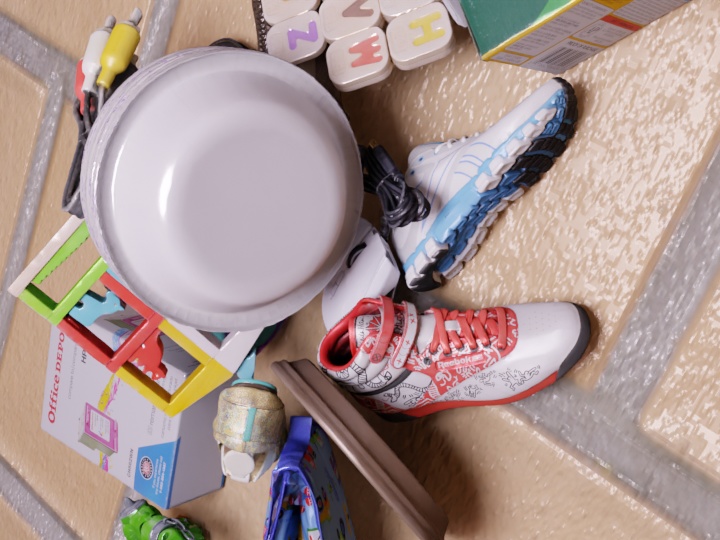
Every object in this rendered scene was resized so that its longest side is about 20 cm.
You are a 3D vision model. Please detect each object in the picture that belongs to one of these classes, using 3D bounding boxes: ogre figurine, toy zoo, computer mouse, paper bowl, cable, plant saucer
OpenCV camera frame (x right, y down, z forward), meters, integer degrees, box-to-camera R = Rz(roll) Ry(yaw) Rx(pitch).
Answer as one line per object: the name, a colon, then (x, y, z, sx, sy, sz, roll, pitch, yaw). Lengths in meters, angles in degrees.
ogre figurine: (-0.188, 0.299, 0.929, 0.098, 0.200, 0.120, -44, 50, -14)
toy zoo: (-0.162, 0.031, 0.762, 0.200, 0.020, 0.131, 42, 101, -16)
computer mouse: (0.000, 0.000, 0.759, 0.110, 0.044, 0.201, 54, 143, 44)
paper bowl: (-0.091, -0.055, 0.672, 0.104, 0.199, 0.203, 30, 115, 60)
cable: (-0.220, -0.120, 0.750, 0.097, 0.050, 0.201, -28, 39, 37)
plant saucer: (0.003, 0.142, 0.747, 0.029, 0.200, 0.200, -41, 67, -8)

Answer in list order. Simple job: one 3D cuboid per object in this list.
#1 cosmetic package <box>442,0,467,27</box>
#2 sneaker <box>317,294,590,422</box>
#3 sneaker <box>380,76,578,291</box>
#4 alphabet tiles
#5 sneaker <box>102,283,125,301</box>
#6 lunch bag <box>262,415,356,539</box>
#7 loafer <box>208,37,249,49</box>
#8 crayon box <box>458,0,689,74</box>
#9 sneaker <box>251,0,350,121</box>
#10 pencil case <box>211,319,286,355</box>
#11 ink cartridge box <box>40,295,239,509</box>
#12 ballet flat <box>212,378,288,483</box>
cosmetic package: (0.089, -0.286, 0.574, 0.199, 0.200, 0.123, -35, 75, 12)
sneaker: (0.062, 0.055, 0.709, 0.200, 0.108, 0.068, -22, 47, 31)
sneaker: (0.079, -0.078, 0.719, 0.200, 0.075, 0.087, -49, 63, 29)
alphabet tiles: (0.009, -0.238, 0.726, 0.194, 0.015, 0.202, -16, 67, 17)
sneaker: (-0.177, -0.058, 0.808, 0.146, 0.077, 0.203, -36, 77, 13)
lunch bag: (-0.041, 0.220, 0.778, 0.093, 0.151, 0.202, -1, 94, 4)
loafer: (-0.113, -0.155, 0.796, 0.072, 0.072, 0.201, -32, 38, 6)
crayon box: (0.177, -0.197, 0.599, 0.199, 0.125, 0.052, -25, 81, 34)
sneaker: (-0.044, -0.209, 0.799, 0.070, 0.075, 0.202, -15, 65, 40)
pencil case: (-0.158, 0.001, 0.887, 0.199, 0.085, 0.093, 35, 129, 27)
ink cartridge box: (-0.225, 0.126, 0.951, 0.199, 0.084, 0.146, 21, 108, 33)
ballet flat: (-0.097, 0.147, 0.808, 0.071, 0.070, 0.200, 59, 165, 15)
